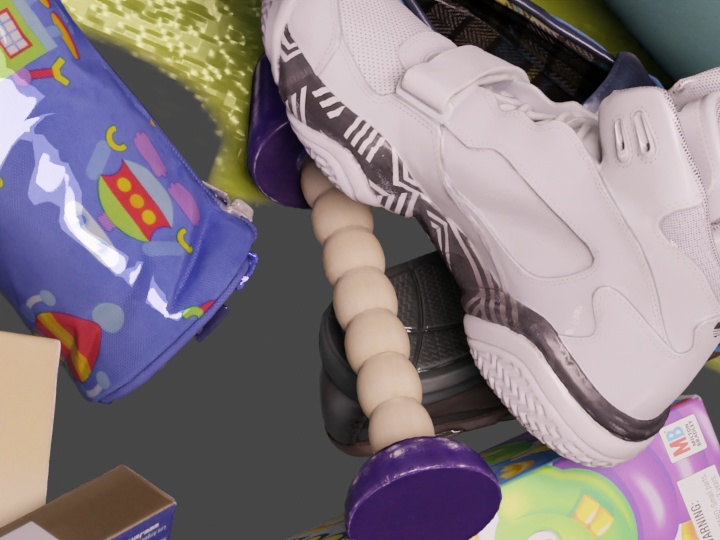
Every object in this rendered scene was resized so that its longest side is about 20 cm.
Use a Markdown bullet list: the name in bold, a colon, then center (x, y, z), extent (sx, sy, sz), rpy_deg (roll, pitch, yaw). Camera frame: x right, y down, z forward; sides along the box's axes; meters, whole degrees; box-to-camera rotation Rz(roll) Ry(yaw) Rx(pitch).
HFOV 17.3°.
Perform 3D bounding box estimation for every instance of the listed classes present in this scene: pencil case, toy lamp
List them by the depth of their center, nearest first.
- **toy lamp**: center (0.000, 0.000, 0.802), extent (0.058, 0.058, 0.201), rpy_deg (-4, 51, -17)
- **pencil case**: center (-0.114, -0.051, 0.806), extent (0.087, 0.078, 0.200), rpy_deg (-40, 97, -16)

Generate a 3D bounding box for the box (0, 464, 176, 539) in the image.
- **box**: center (-0.120, 0.168, 0.746), extent (0.121, 0.032, 0.201), rpy_deg (-26, 135, -46)

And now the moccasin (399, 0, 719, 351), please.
- **moccasin**: center (0.076, -0.042, 0.832), extent (0.200, 0.068, 0.081), rpy_deg (32, 64, 12)

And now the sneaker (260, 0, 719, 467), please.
- **sneaker**: center (0.058, -0.045, 0.761), extent (0.200, 0.115, 0.075), rpy_deg (55, 33, 12)

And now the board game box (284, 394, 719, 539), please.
- **board game box**: center (0.032, 0.129, 0.822), extent (0.199, 0.103, 0.105), rpy_deg (-23, 92, -18)

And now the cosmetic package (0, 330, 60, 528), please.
- **cosmetic package**: center (-0.205, 0.045, 0.737), extent (0.199, 0.105, 0.071), rpy_deg (10, 80, -30)

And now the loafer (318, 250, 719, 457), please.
- **loafer**: center (0.074, 0.018, 0.876), extent (0.199, 0.063, 0.072), rpy_deg (-13, 53, -20)

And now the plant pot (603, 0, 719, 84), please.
- **plant pot**: center (0.194, -0.111, 0.851), extent (0.201, 0.200, 0.161), rpy_deg (-43, 111, -16)
